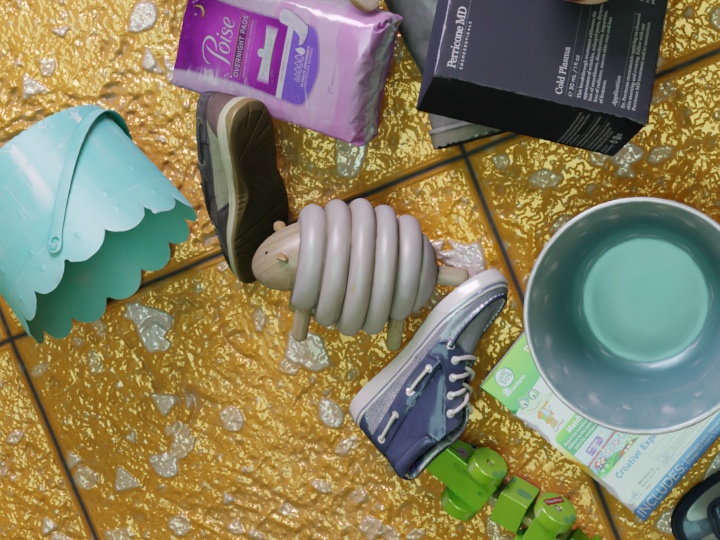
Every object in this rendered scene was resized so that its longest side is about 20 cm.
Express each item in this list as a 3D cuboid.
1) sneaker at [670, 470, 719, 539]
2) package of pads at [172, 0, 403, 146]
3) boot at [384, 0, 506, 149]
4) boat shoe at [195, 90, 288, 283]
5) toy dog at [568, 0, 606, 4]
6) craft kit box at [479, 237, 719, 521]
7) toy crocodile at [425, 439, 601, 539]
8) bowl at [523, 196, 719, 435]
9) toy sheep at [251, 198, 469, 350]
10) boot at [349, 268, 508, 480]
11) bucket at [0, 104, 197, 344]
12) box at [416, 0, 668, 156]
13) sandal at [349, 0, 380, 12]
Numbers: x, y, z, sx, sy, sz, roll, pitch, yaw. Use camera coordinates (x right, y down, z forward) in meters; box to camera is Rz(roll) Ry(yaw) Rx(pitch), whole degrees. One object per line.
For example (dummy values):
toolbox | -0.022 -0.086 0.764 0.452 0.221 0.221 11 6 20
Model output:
sneaker | 0.370 0.205 1.446 0.199 0.082 0.070 -27 93 15
package of pads | -0.066 -0.200 1.460 0.199 0.076 0.121 20 111 18
boot | 0.112 -0.224 1.446 0.181 0.073 0.201 -13 89 12
boat shoe | -0.114 -0.081 1.492 0.066 0.072 0.202 31 141 34
toy dog | 0.177 -0.308 1.248 0.193 0.139 0.201 7 95 41
craft kit box | 0.246 0.091 1.475 0.197 0.049 0.200 39 104 1
toy crocodile | 0.141 0.215 1.511 0.199 0.062 0.068 34 123 10
bowl | 0.245 0.031 1.391 0.199 0.105 0.202 2 100 12
toy sheep | 0.000 0.000 1.472 0.199 0.138 0.139 4 101 -10
boot | 0.083 0.098 1.480 0.200 0.073 0.090 -49 61 17
bucket | -0.265 -0.046 1.484 0.207 0.207 0.135 -42 81 15
box | 0.158 -0.221 1.360 0.181 0.104 0.201 13 78 -5
sandal | 0.018 -0.334 1.397 0.069 0.077 0.213 -16 65 36
